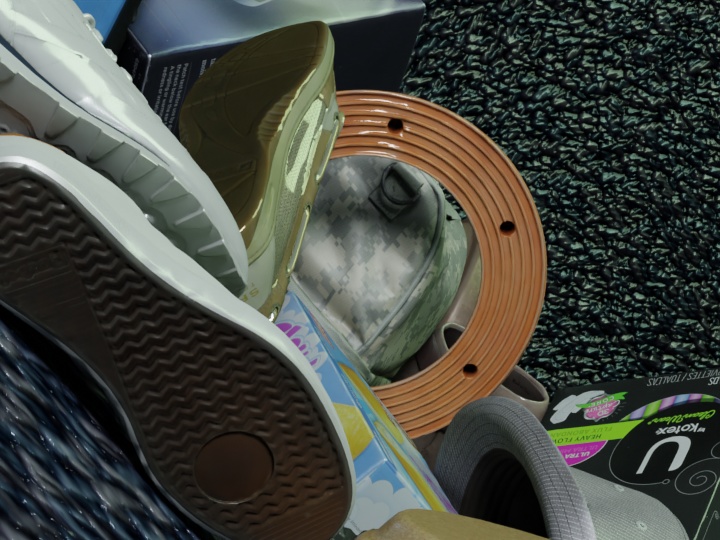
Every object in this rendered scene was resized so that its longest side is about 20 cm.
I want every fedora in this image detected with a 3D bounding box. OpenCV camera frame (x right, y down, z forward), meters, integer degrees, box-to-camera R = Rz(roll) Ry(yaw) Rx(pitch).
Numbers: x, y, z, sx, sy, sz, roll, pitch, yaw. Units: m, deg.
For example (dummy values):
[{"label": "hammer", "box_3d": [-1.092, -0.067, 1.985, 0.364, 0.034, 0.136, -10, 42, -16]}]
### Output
[{"label": "fedora", "box_3d": [0.103, 0.156, 0.954, 0.200, 0.090, 0.178, -133, -132, -68]}]

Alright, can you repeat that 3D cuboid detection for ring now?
[{"label": "ring", "box_3d": [0.000, 0.000, 1.044, 0.201, 0.200, 0.019, 51, 10, -16]}]

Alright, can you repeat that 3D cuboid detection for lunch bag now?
[{"label": "lunch bag", "box_3d": [-0.014, 0.004, 1.178, 0.140, 0.167, 0.200, 52, 1, 9]}]

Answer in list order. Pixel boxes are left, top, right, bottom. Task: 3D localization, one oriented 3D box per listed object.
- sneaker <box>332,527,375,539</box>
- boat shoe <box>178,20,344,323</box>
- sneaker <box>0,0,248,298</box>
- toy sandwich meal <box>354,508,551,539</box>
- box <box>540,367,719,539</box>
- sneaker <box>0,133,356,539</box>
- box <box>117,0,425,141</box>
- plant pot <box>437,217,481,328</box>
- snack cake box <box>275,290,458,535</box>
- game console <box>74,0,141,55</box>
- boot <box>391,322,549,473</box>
[{"label": "sneaker", "box_3d": [0.044, 0.176, 0.784, 0.199, 0.091, 0.066, 26, 19, 3]}, {"label": "boat shoe", "box_3d": [-0.046, -0.050, 0.943, 0.201, 0.073, 0.063, -80, 152, -52]}, {"label": "sneaker", "box_3d": [-0.112, -0.061, 0.773, 0.200, 0.076, 0.081, 46, 32, -28]}, {"label": "toy sandwich meal", "box_3d": [0.071, 0.140, 0.673, 0.204, 0.071, 0.205, 19, 0, 0]}, {"label": "box", "box_3d": [0.165, 0.166, 1.123, 0.125, 0.148, 0.200, 62, 38, -24]}, {"label": "sneaker", "box_3d": [-0.074, 0.021, 0.735, 0.200, 0.073, 0.085, 50, 4, -20]}, {"label": "box", "box_3d": [-0.103, -0.159, 1.180, 0.200, 0.197, 0.124, 50, -42, 31]}, {"label": "plant pot", "box_3d": [-0.001, 0.017, 1.464, 0.174, 0.201, 0.200, 33, 5, -12]}, {"label": "snack cake box", "box_3d": [-0.005, 0.105, 0.956, 0.115, 0.067, 0.200, 50, 2, -26]}, {"label": "game console", "box_3d": [-0.108, -0.134, 0.925, 0.173, 0.118, 0.200, 53, -2, 21]}, {"label": "boot", "box_3d": [0.081, 0.136, 1.233, 0.200, 0.147, 0.070, 40, 30, 26]}]
